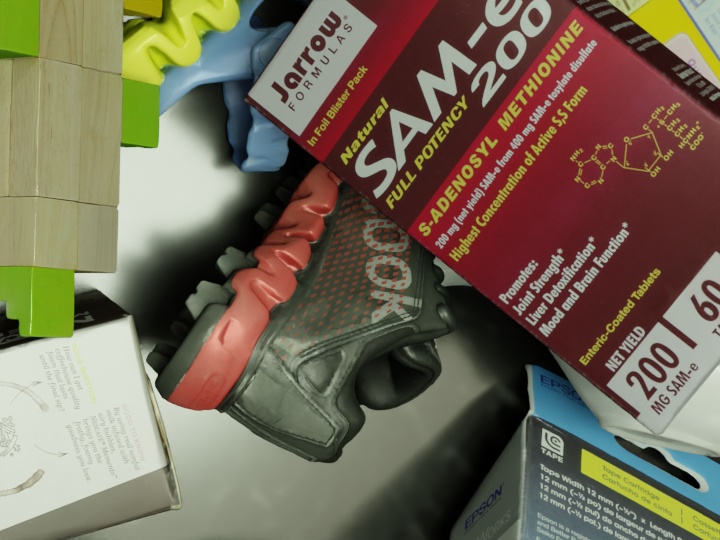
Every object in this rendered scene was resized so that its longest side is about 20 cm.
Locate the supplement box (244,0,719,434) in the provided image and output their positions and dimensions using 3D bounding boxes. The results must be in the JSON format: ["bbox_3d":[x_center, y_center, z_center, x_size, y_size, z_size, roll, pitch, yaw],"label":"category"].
[{"bbox_3d":[0.069,-0.046,0.739,0.200,0.061,0.109,39,108,8],"label":"supplement box"}]

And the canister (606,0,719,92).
[{"bbox_3d":[0.157,-0.084,0.778,0.200,0.087,0.149,-34,92,33],"label":"canister"}]

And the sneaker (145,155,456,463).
[{"bbox_3d":[0.000,0.000,0.803,0.098,0.071,0.201,36,49,-2],"label":"sneaker"}]

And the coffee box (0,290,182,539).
[{"bbox_3d":[-0.181,0.074,0.778,0.200,0.113,0.080,-15,97,-11],"label":"coffee box"}]

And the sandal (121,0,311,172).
[{"bbox_3d":[-0.017,-0.115,0.829,0.200,0.079,0.087,-41,104,1],"label":"sandal"}]

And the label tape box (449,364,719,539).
[{"bbox_3d":[0.110,0.150,0.844,0.143,0.200,0.066,29,124,-14],"label":"label tape box"}]

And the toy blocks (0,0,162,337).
[{"bbox_3d":[-0.161,-0.075,0.767,0.136,0.100,0.200,-1,87,30],"label":"toy blocks"}]

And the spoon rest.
[{"bbox_3d":[0.086,0.033,0.831,0.200,0.099,0.061,11,81,16],"label":"spoon rest"}]
